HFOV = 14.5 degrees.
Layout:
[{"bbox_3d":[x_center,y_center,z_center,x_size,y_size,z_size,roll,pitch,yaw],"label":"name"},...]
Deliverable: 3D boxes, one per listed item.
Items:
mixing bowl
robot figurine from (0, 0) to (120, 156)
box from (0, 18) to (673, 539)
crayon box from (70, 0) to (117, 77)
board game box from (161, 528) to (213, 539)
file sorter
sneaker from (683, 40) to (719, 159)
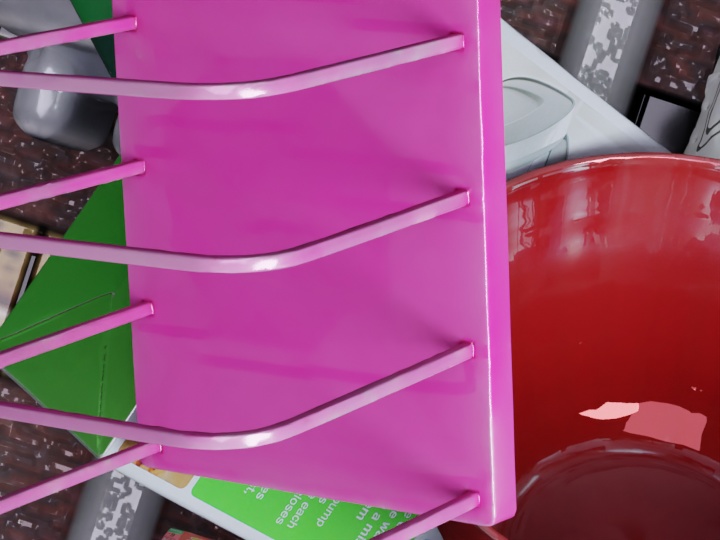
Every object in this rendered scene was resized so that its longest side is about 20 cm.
[{"bbox_3d":[0.102,0.068,0.947,0.200,0.108,0.200,4,46,-4],"label":"mixing bowl"},{"bbox_3d":[-0.069,-0.138,1.049,0.170,0.113,0.200,16,91,10],"label":"robot figurine"},{"bbox_3d":[0.000,0.000,1.013,0.176,0.097,0.200,34,92,-40],"label":"box"},{"bbox_3d":[-0.054,-0.182,0.920,0.173,0.058,0.200,-48,61,37],"label":"crayon box"},{"bbox_3d":[0.016,0.166,0.981,0.200,0.019,0.103,15,103,6],"label":"board game box"},{"bbox_3d":[-0.048,-0.017,0.819,0.139,0.125,0.200,6,105,35],"label":"file sorter"},{"bbox_3d":[0.152,-0.051,1.076,0.072,0.072,0.200,38,97,32],"label":"sneaker"}]
